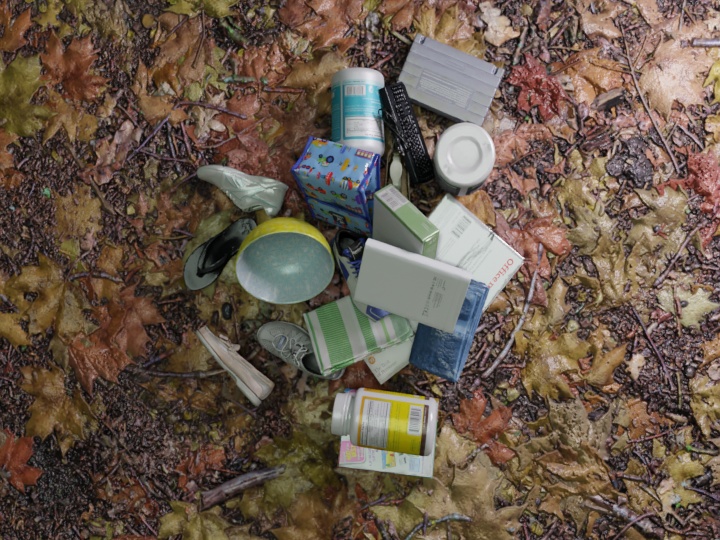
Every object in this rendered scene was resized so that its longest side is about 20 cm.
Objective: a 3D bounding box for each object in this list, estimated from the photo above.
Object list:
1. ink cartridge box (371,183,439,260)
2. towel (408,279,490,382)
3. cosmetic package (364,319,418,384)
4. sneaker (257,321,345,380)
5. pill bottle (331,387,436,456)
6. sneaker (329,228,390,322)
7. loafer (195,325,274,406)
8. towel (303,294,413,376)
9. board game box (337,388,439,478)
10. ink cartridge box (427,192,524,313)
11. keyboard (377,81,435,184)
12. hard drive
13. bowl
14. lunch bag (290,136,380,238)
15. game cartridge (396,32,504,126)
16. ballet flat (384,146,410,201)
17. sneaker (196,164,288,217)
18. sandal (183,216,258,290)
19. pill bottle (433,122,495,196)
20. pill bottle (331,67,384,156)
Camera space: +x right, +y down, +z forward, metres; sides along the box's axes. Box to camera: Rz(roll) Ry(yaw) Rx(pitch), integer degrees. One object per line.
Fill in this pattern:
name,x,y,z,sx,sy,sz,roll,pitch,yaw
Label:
ink cartridge box,0.079,-0.042,1.288,0.047,0.203,0.146,-30,57,-23
towel,0.166,0.105,1.293,0.109,0.048,0.205,19,105,12
cosmetic package,0.097,0.135,1.368,0.198,0.051,0.083,-38,85,4
sneaker,-0.122,0.160,1.374,0.196,0.082,0.076,22,91,6
pill bottle,0.045,0.288,1.300,0.194,0.109,0.113,7,90,6
sneaker,0.000,-0.001,1.308,0.079,0.115,0.202,-31,77,-9
loafer,-0.259,0.187,1.403,0.063,0.072,0.201,-40,92,-13
towel,-0.007,0.109,1.347,0.196,0.024,0.155,-23,55,0
board game box,0.057,0.329,1.374,0.194,0.040,0.158,6,90,6
ink cartridge box,0.202,-0.030,1.340,0.199,0.084,0.146,41,95,5
keyboard,0.098,-0.270,1.334,0.039,0.103,0.204,-13,102,47
hard drive,0.092,0.030,1.230,0.195,0.027,0.134,18,128,7
bowl,-0.152,-0.040,1.356,0.195,0.203,0.109,-13,46,5
lunch bag,-0.036,-0.145,1.325,0.147,0.202,0.095,18,60,19
game cartridge,0.178,-0.382,1.375,0.196,0.038,0.132,25,96,6
ballet flat,0.071,-0.152,1.365,0.066,0.067,0.206,-2,89,6
sneaker,-0.251,-0.167,1.399,0.195,0.070,0.082,16,94,5
sandal,-0.299,-0.041,1.415,0.200,0.043,0.076,-44,85,4
pill bottle,0.193,-0.204,1.286,0.110,0.200,0.117,0,89,5
pill bottle,-0.005,-0.290,1.354,0.107,0.111,0.206,0,89,6
